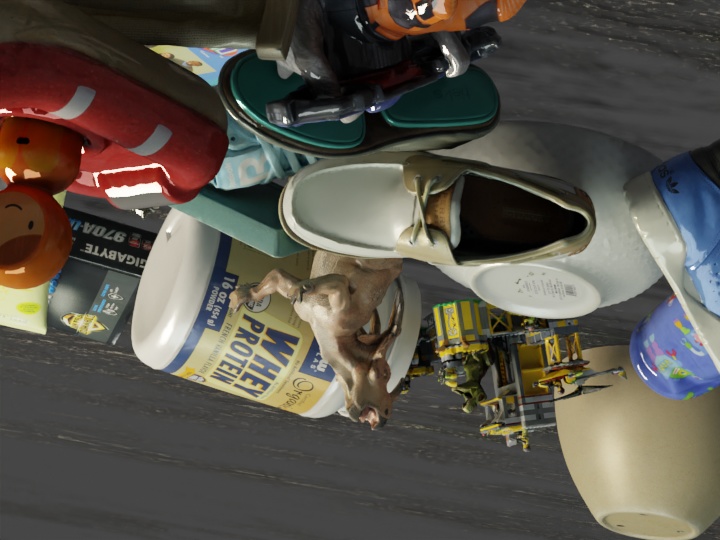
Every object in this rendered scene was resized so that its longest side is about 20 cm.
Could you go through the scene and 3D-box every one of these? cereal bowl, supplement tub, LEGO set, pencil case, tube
[{"bbox_3d":[0.127,-0.023,1.134,0.198,0.084,0.200,10,157,4],"label":"cereal bowl"},{"bbox_3d":[-0.066,0.032,1.273,0.199,0.146,0.144,19,157,-20],"label":"supplement tub"},{"bbox_3d":[0.105,0.091,1.303,0.153,0.117,0.200,-4,170,-25],"label":"LEGO set"},{"bbox_3d":[0.274,0.039,1.214,0.087,0.078,0.200,45,158,5],"label":"pencil case"},{"bbox_3d":[-0.273,-0.016,1.291,0.058,0.052,0.201,44,139,16],"label":"tube"}]

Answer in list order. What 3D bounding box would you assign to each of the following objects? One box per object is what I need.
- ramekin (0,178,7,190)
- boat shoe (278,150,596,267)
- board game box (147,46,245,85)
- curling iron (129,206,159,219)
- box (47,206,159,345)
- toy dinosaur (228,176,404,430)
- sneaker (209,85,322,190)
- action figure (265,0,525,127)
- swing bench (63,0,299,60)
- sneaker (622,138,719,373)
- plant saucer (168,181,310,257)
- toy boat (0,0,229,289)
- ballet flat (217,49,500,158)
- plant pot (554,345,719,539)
[{"bbox_3d":[-0.296,-0.097,1.082,0.201,0.095,0.202,24,170,4],"label":"ramekin"},{"bbox_3d":[0.049,-0.040,1.004,0.198,0.075,0.068,0,-176,-6],"label":"boat shoe"},{"bbox_3d":[-0.155,-0.161,0.980,0.199,0.045,0.152,-5,153,35],"label":"board game box"},{"bbox_3d":[-0.107,-0.076,1.182,0.199,0.026,0.050,-10,113,34],"label":"curling iron"},{"bbox_3d":[-0.271,-0.001,1.419,0.158,0.046,0.200,17,157,-13],"label":"box"},{"bbox_3d":[0.000,0.000,1.151,0.135,0.201,0.086,15,-165,-36],"label":"toy dinosaur"},{"bbox_3d":[-0.062,-0.079,1.064,0.198,0.082,0.074,4,136,17],"label":"sneaker"},{"bbox_3d":[0.032,-0.150,0.870,0.192,0.105,0.200,-15,-172,34],"label":"action figure"},{"bbox_3d":[-0.142,-0.200,0.775,0.197,0.131,0.200,5,165,13],"label":"swing bench"},{"bbox_3d":[0.262,0.000,1.051,0.111,0.077,0.201,-28,112,14],"label":"sneaker"},{"bbox_3d":[-0.098,-0.055,1.098,0.070,0.019,0.199,-19,-147,-42],"label":"plant saucer"},{"bbox_3d":[-0.166,-0.056,0.818,0.130,0.132,0.199,-4,161,40],"label":"toy boat"},{"bbox_3d":[-0.006,-0.095,0.976,0.199,0.068,0.064,-2,167,-32],"label":"ballet flat"},{"bbox_3d":[0.267,0.167,1.459,0.198,0.136,0.201,9,159,4],"label":"plant pot"}]
